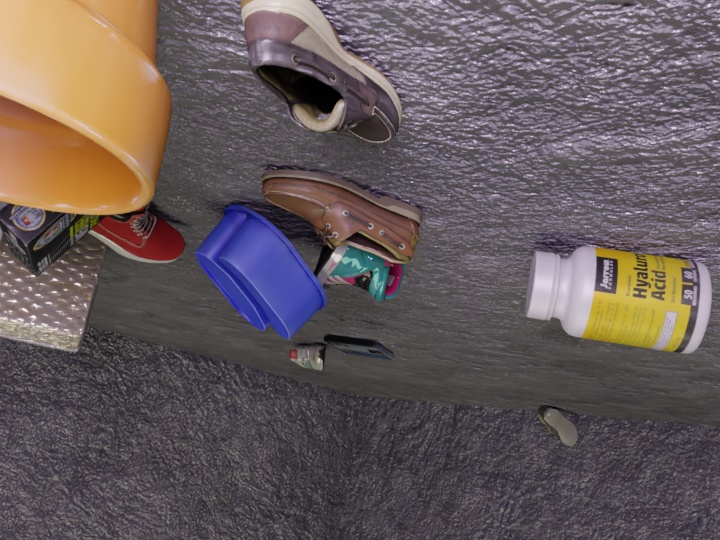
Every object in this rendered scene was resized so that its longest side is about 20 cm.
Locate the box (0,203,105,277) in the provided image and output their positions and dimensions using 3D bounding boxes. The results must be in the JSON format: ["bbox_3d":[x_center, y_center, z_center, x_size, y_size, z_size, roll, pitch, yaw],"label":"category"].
[{"bbox_3d":[-0.321,-0.076,0.871,0.044,0.160,0.200,45,159,-7],"label":"box"}]

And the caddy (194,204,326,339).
[{"bbox_3d":[-0.130,-0.001,1.075,0.141,0.105,0.200,10,143,48],"label":"caddy"}]

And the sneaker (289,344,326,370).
[{"bbox_3d":[-0.157,0.251,2.253,0.093,0.071,0.200,7,170,-12],"label":"sneaker"}]

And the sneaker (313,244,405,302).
[{"bbox_3d":[0.000,0.000,1.115,0.120,0.084,0.200,22,163,-8],"label":"sneaker"}]

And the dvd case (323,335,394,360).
[{"bbox_3d":[-0.001,0.206,2.072,0.142,0.018,0.200,6,167,19],"label":"dvd case"}]

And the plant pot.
[{"bbox_3d":[-0.188,-0.150,0.415,0.198,0.185,0.200,10,166,3],"label":"plant pot"}]

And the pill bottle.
[{"bbox_3d":[0.305,0.031,0.937,0.198,0.112,0.111,8,166,8],"label":"pill bottle"}]

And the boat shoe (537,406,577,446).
[{"bbox_3d":[0.694,0.544,2.734,0.202,0.072,0.060,46,165,-28],"label":"boat shoe"}]

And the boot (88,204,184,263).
[{"bbox_3d":[-0.306,-0.066,1.092,0.144,0.073,0.199,-5,156,42],"label":"boot"}]

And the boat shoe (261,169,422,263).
[{"bbox_3d":[-0.022,-0.061,0.898,0.198,0.069,0.072,15,167,-13],"label":"boat shoe"}]

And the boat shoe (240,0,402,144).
[{"bbox_3d":[-0.030,-0.137,0.601,0.073,0.065,0.200,0,164,31],"label":"boat shoe"}]

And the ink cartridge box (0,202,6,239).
[{"bbox_3d":[-0.473,-0.114,0.854,0.198,0.147,0.084,5,164,23],"label":"ink cartridge box"}]

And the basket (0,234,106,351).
[{"bbox_3d":[-0.568,0.020,1.373,0.199,0.200,0.161,15,161,-19],"label":"basket"}]
